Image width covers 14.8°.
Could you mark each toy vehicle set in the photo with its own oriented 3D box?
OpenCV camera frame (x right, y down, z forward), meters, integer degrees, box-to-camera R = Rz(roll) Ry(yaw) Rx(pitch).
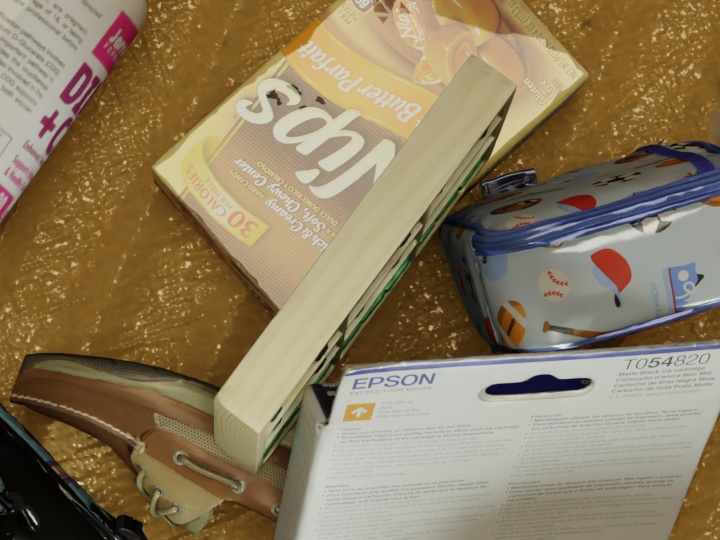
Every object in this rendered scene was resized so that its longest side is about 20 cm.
[{"bbox_3d":[0.000,0.000,1.304,0.026,0.124,0.200,36,79,5],"label":"toy vehicle set"}]

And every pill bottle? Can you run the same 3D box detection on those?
[{"bbox_3d":[-0.178,-0.121,1.384,0.113,0.113,0.201,35,84,3],"label":"pill bottle"}]

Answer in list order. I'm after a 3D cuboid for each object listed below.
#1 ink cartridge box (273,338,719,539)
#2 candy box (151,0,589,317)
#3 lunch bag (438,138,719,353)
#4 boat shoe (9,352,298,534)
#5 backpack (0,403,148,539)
[{"bbox_3d":[0.064,0.088,1.308,0.198,0.201,0.041,-3,49,-16],"label":"ink cartridge box"},{"bbox_3d":[0.005,-0.072,1.410,0.200,0.055,0.116,-42,86,-7],"label":"candy box"},{"bbox_3d":[0.125,-0.016,1.340,0.159,0.200,0.076,-18,97,-2],"label":"lunch bag"},{"bbox_3d":[-0.079,0.093,1.380,0.199,0.076,0.074,16,86,2],"label":"boat shoe"},{"bbox_3d":[-0.226,0.112,1.325,0.200,0.182,0.135,42,95,19],"label":"backpack"}]
